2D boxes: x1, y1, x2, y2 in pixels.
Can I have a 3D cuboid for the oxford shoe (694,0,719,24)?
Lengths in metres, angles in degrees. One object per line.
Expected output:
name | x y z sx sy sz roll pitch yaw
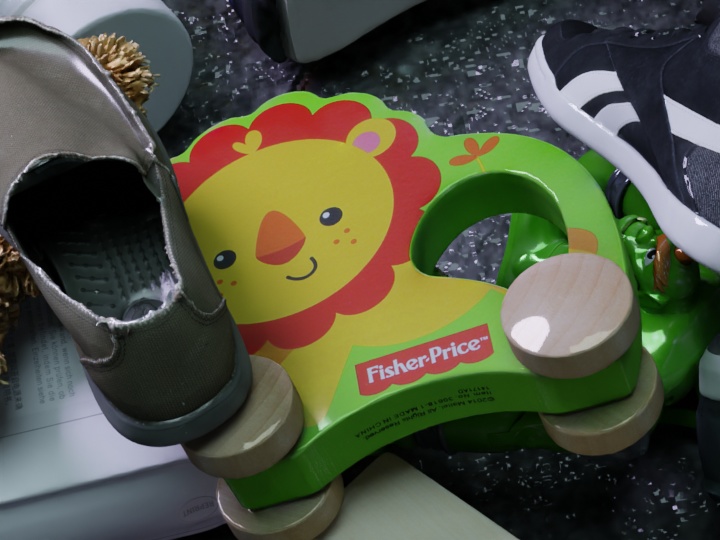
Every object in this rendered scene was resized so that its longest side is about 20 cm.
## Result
oxford shoe | 0.237 -0.148 0.969 0.084 0.073 0.200 37 56 10

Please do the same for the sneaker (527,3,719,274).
sneaker | 0.142 -0.083 0.826 0.073 0.112 0.200 15 22 -28

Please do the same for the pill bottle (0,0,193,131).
pill bottle | -0.169 -0.141 0.995 0.114 0.114 0.200 -33 55 -16

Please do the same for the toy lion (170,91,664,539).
toy lion | 0.000 0.000 0.801 0.200 0.069 0.192 -17 47 9

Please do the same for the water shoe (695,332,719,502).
water shoe | 0.224 0.063 0.816 0.200 0.079 0.072 3 8 -10

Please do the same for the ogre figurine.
ogre figurine | 0.095 0.016 0.850 0.120 0.098 0.200 16 25 35

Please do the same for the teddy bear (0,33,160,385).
teddy bear | -0.158 -0.026 0.840 0.145 0.067 0.200 25 64 31

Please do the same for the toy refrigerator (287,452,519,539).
toy refrigerator | 0.061 0.159 0.761 0.200 0.070 0.076 32 57 28

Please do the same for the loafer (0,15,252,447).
loafer | -0.098 -0.030 0.751 0.075 0.070 0.200 -28 57 -12

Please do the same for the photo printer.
photo printer | -0.136 0.046 0.875 0.200 0.069 0.166 -14 53 -2

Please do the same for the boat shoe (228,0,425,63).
boat shoe | 0.017 -0.173 1.019 0.200 0.075 0.093 -23 40 -20
